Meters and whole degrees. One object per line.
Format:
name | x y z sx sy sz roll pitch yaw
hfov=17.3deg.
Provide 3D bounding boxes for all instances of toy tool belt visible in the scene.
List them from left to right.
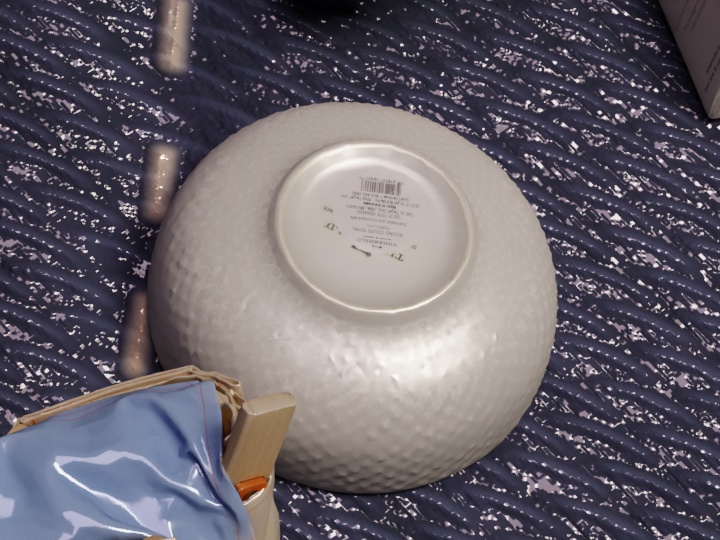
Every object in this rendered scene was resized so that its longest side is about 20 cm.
toy tool belt | -0.123 0.108 1.007 0.199 0.123 0.125 -20 69 -16

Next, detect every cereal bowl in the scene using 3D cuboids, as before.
cereal bowl | 0.000 0.000 1.122 0.199 0.083 0.201 4 60 -7

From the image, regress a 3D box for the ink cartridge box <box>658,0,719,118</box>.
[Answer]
ink cartridge box | 0.226 -0.193 1.272 0.147 0.086 0.201 -11 61 -15
